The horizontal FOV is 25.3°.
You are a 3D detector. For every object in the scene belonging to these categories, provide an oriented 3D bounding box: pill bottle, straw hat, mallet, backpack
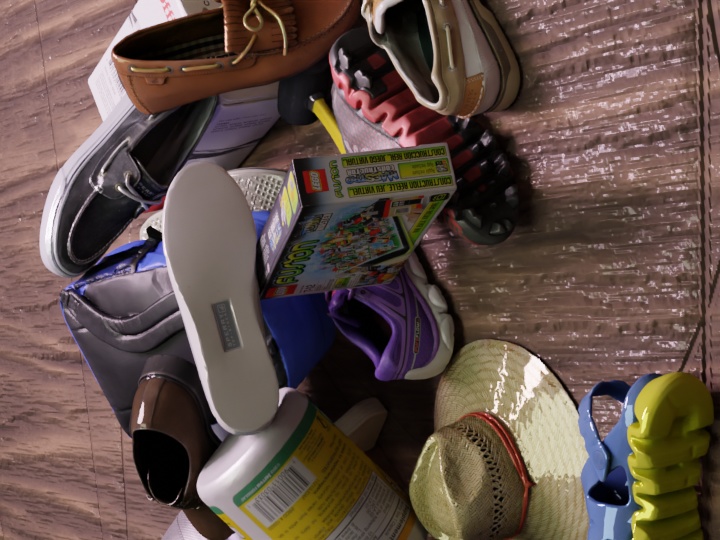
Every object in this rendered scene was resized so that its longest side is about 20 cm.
[{"bbox_3d":[-0.020,0.195,1.225,0.200,0.113,0.113,45,145,-10],"label":"pill bottle"},{"bbox_3d":[0.084,0.159,1.197,0.200,0.084,0.203,24,121,50],"label":"straw hat"},{"bbox_3d":[-0.009,-0.103,1.264,0.200,0.041,0.066,53,150,37],"label":"mallet"},{"bbox_3d":[-0.120,0.029,1.324,0.199,0.168,0.163,-14,114,40],"label":"backpack"}]

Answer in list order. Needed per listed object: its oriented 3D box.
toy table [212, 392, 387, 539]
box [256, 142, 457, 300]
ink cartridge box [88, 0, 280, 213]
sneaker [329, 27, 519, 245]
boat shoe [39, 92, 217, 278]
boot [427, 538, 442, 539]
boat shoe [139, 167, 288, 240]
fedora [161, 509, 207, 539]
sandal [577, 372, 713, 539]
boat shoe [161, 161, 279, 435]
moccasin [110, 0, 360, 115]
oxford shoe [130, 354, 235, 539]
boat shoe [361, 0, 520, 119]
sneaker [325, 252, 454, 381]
[{"bbox_3d":[-0.049,0.191,1.371,0.201,0.116,0.184,60,143,23],"label":"toy table"},{"bbox_3d":[-0.010,-0.031,1.133,0.200,0.109,0.035,122,139,-68],"label":"box"},{"bbox_3d":[-0.153,-0.164,1.427,0.200,0.083,0.145,-42,66,52],"label":"ink cartridge box"},{"bbox_3d":[0.044,-0.086,1.187,0.201,0.070,0.098,50,151,22],"label":"sneaker"},{"bbox_3d":[-0.188,-0.080,1.296,0.071,0.072,0.201,22,79,43],"label":"boat shoe"},{"bbox_3d":[0.113,0.263,1.156,0.096,0.075,0.200,10,148,43],"label":"boot"},{"bbox_3d":[-0.114,-0.050,1.431,0.199,0.062,0.075,-18,95,40],"label":"boat shoe"},{"bbox_3d":[-0.135,0.282,1.459,0.178,0.090,0.200,58,-175,33],"label":"fedora"},{"bbox_3d":[0.181,0.154,1.073,0.087,0.079,0.202,25,113,53],"label":"sandal"},{"bbox_3d":[-0.103,0.023,1.183,0.068,0.071,0.202,146,106,-72],"label":"boat shoe"},{"bbox_3d":[-0.098,-0.189,1.258,0.078,0.199,0.074,68,-169,-52],"label":"moccasin"},{"bbox_3d":[-0.144,0.163,1.276,0.072,0.085,0.201,1,137,20],"label":"oxford shoe"},{"bbox_3d":[0.039,-0.196,1.156,0.201,0.068,0.075,58,141,25],"label":"boat shoe"},{"bbox_3d":[0.000,0.000,1.265,0.201,0.083,0.081,58,141,28],"label":"sneaker"}]
